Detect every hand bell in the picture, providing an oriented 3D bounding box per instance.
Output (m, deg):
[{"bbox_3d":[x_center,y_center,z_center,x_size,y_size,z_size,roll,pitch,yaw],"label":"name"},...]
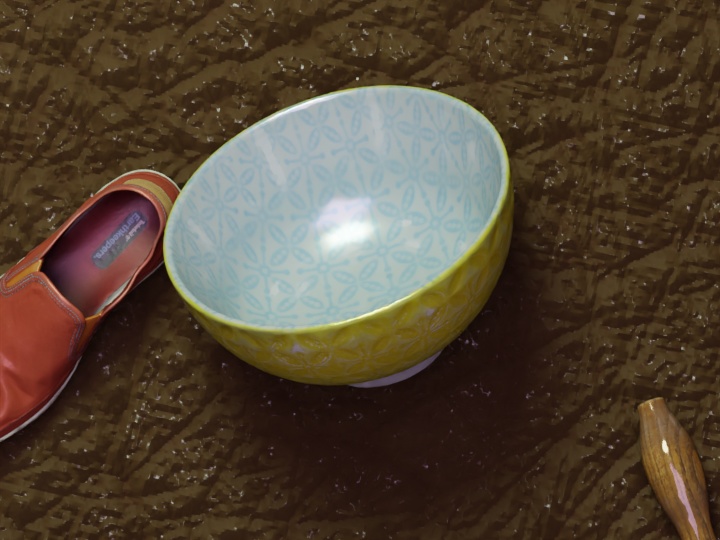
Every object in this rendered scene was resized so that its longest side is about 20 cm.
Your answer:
[{"bbox_3d":[0.195,0.168,1.477,0.104,0.104,0.200,-20,74,2],"label":"hand bell"}]

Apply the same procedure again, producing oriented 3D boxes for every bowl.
[{"bbox_3d":[0.000,0.000,1.461,0.200,0.200,0.108,-20,129,2],"label":"bowl"}]

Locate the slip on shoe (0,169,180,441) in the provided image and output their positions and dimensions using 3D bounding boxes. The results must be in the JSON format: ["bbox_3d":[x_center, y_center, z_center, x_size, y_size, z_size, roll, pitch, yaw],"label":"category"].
[{"bbox_3d":[-0.178,0.021,1.504,0.074,0.061,0.200,44,91,3],"label":"slip on shoe"}]
